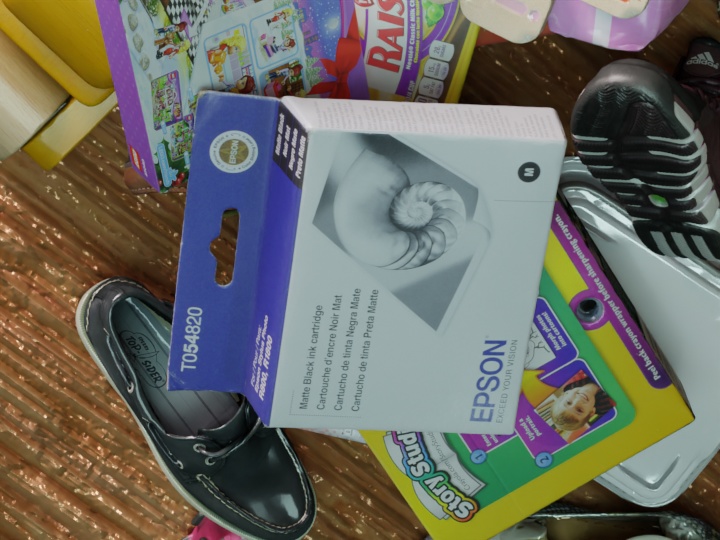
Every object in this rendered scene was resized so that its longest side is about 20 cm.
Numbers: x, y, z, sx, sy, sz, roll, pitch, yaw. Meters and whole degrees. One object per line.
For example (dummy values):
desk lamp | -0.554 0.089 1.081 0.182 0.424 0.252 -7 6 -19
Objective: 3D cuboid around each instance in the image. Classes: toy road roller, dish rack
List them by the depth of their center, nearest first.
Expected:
toy road roller | -0.170 -0.144 1.697 0.123 0.146 0.200 43 106 -13
dish rack | 0.153 0.046 1.815 0.200 0.044 0.172 33 108 -11

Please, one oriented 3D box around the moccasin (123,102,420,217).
moccasin | -0.041 -0.053 1.707 0.201 0.074 0.078 -2 114 19

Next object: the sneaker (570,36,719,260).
sneaker | 0.177 -0.096 1.704 0.076 0.116 0.200 9 157 21

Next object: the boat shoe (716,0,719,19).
boat shoe | 0.281 -0.099 1.740 0.200 0.070 0.070 41 101 -15

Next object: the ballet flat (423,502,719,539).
ballet flat | 0.131 0.175 1.846 0.200 0.072 0.072 -1 111 4

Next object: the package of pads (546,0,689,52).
package of pads | 0.155 -0.232 1.665 0.076 0.121 0.200 10 112 11

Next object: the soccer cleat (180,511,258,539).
soccer cleat | -0.078 0.234 1.891 0.086 0.070 0.200 4 109 -26

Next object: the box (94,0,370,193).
box | -0.074 -0.155 1.606 0.137 0.039 0.200 -24 127 -20

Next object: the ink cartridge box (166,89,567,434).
ink cartridge box | 0.001 -0.001 1.649 0.200 0.041 0.200 2 122 -9

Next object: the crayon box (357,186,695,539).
crayon box | 0.071 0.045 1.749 0.172 0.058 0.200 -30 113 8

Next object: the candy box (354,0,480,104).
candy box | 0.027 -0.180 1.679 0.102 0.026 0.200 16 112 2

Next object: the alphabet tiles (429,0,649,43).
alphabet tiles | 0.086 -0.227 1.615 0.195 0.015 0.200 27 116 10

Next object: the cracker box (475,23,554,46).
cracker box | 0.036 -0.226 1.705 0.134 0.058 0.200 -8 112 7

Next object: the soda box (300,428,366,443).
soda box | 0.000 0.000 1.791 0.068 0.064 0.200 12 112 -3

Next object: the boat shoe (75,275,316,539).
boat shoe | -0.093 0.084 1.805 0.074 0.066 0.200 -36 94 -17
